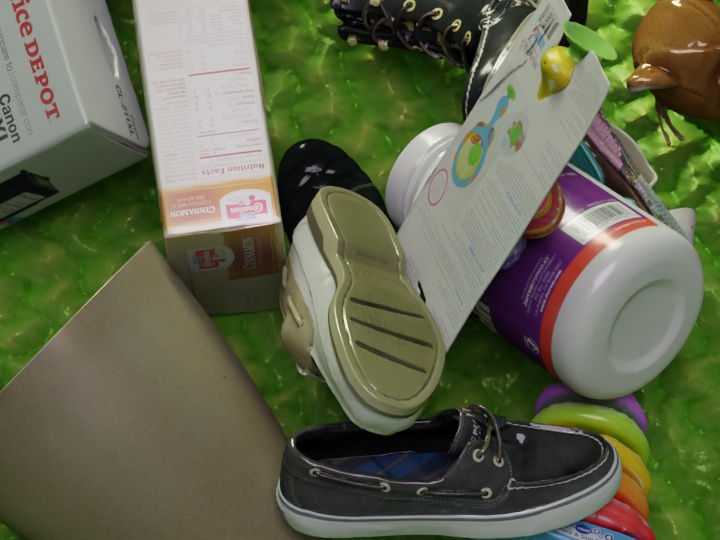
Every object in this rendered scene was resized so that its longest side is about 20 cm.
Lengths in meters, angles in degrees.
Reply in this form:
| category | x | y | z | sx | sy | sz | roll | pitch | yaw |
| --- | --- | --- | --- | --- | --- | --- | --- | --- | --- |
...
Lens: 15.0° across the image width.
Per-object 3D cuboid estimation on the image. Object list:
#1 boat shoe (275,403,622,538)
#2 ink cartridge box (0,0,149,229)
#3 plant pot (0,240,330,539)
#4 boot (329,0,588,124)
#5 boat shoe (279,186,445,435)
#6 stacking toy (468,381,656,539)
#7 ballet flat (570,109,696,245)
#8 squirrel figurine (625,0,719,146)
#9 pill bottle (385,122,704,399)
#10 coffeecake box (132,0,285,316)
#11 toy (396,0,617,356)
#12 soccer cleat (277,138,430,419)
| category | x | y | z | sx | sy | sz | roll | pitch | yaw |
| --- | --- | --- | --- | --- | --- | --- | --- | --- | --- |
| boat shoe | 0.051 | 0.106 | 1.552 | 0.200 | 0.066 | 0.070 | -2 | 43 | -2 |
| ink cartridge box | -0.250 | -0.102 | 1.686 | 0.200 | 0.083 | 0.146 | -25 | 70 | 17 |
| plant pot | -0.119 | 0.118 | 1.612 | 0.200 | 0.187 | 0.187 | 44 | 75 | -4 |
| boot | 0.051 | -0.144 | 1.705 | 0.154 | 0.074 | 0.204 | 6 | 34 | 17 |
| boat shoe | -0.004 | 0.036 | 1.577 | 0.075 | 0.068 | 0.200 | 22 | 29 | -21 |
| stacking toy | 0.137 | 0.109 | 1.657 | 0.116 | 0.110 | 0.200 | 18 | 56 | -4 |
| ballet flat | 0.167 | -0.042 | 1.721 | 0.071 | 0.069 | 0.200 | -12 | 64 | -39 |
| squirrel figurine | 0.262 | -0.119 | 1.676 | 0.187 | 0.200 | 0.142 | 29 | 77 | 0 |
| pill bottle | 0.106 | -0.013 | 1.657 | 0.112 | 0.112 | 0.200 | -41 | 48 | -14 |
| coffeecake box | -0.094 | -0.090 | 1.684 | 0.073 | 0.154 | 0.200 | -8 | 71 | -3 |
| toy | 0.091 | -0.052 | 1.567 | 0.047 | 0.200 | 0.115 | 14 | 30 | -25 |
| soccer cleat | 0.000 | 0.000 | 1.691 | 0.067 | 0.081 | 0.200 | -18 | 71 | -7 |
